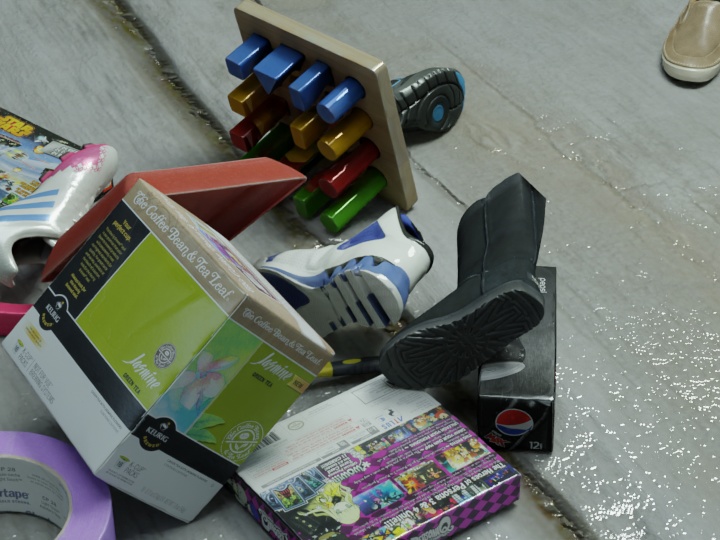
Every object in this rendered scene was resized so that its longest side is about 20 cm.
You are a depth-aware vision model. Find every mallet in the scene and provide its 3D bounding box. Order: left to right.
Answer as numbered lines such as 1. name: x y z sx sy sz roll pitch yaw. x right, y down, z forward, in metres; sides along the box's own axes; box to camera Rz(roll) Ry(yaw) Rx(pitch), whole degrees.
1. mallet: -0.033 0.098 1.687 0.199 0.041 0.066 -1 35 -8

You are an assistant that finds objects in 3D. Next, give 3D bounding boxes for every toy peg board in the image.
1. toy peg board: -0.060 -0.146 1.896 0.200 0.199 0.098 28 60 33

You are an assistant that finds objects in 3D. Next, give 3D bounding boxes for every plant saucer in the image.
1. plant saucer: -0.182 -0.053 1.736 0.200 0.200 0.037 -9 74 -38

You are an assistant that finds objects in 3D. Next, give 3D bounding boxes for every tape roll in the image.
1. tape roll: -0.300 0.220 1.496 0.199 0.066 0.200 0 36 0

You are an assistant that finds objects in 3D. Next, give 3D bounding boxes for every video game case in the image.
1. video game case: 0.005 0.176 1.576 0.200 0.036 0.181 -24 42 -28

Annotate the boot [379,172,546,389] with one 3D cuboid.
1. boot: 0.095 0.008 1.687 0.165 0.066 0.200 -26 30 19

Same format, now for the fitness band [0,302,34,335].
1. fitness band: -0.351 0.008 1.812 0.199 0.038 0.144 5 39 9

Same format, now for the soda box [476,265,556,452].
1. soda box: 0.144 0.077 1.687 0.071 0.063 0.200 3 36 4

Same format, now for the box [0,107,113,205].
1. box: -0.381 -0.106 1.960 0.200 0.040 0.137 26 45 31

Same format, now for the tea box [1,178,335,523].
1. tea box: -0.167 0.067 1.572 0.197 0.134 0.200 -49 47 5

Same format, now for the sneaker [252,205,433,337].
1. sneaker: 0.000 0.000 1.730 0.199 0.081 0.115 -2 32 49

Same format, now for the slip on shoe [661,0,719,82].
1. slip on shoe: 0.409 -0.292 2.187 0.076 0.061 0.200 15 39 20

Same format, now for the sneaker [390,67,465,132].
1. sneaker: 0.037 -0.185 2.024 0.082 0.073 0.200 16 24 40

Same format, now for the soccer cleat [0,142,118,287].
1. soccer cleat: -0.299 -0.050 1.812 0.086 0.070 0.200 39 54 18
